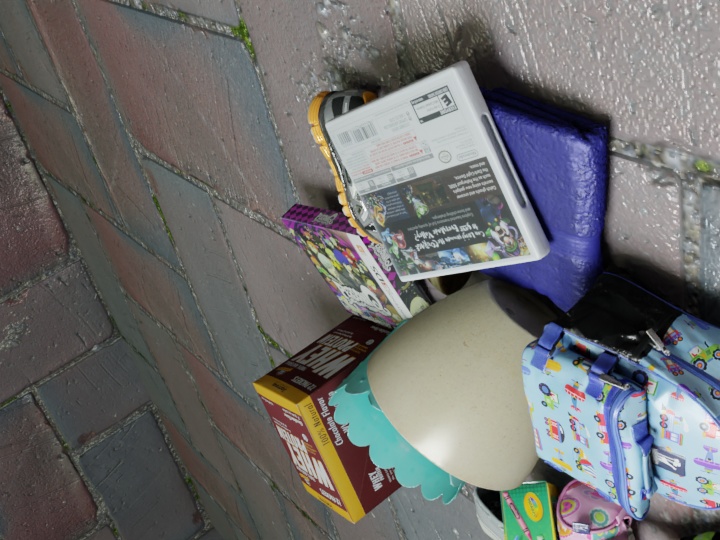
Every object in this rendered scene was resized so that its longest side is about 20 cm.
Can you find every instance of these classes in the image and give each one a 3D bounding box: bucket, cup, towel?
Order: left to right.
[{"bbox_3d":[0.076,0.168,1.095,0.207,0.135,0.208,34,157,17],"label":"bucket"},{"bbox_3d":[0.126,0.093,0.899,0.200,0.200,0.144,45,116,25],"label":"cup"},{"bbox_3d":[0.160,-0.063,0.814,0.147,0.049,0.201,28,143,37],"label":"towel"}]

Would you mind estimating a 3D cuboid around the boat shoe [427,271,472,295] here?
[{"bbox_3d":[0.068,-0.063,0.959,0.072,0.072,0.201,31,151,42],"label":"boat shoe"}]

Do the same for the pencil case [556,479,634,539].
[{"bbox_3d":[0.275,0.328,1.016,0.087,0.087,0.201,25,139,51],"label":"pencil case"}]

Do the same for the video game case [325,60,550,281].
[{"bbox_3d":[0.066,-0.082,0.842,0.199,0.023,0.183,-11,109,54],"label":"video game case"}]

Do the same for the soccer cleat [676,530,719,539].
[{"bbox_3d":[0.321,0.287,0.881,0.199,0.067,0.082,3,112,39],"label":"soccer cleat"}]

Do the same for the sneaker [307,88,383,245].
[{"bbox_3d":[0.015,-0.111,1.001,0.077,0.078,0.201,-8,121,43],"label":"sneaker"}]

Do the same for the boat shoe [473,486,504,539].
[{"bbox_3d":[0.211,0.327,1.153,0.200,0.070,0.072,18,137,58],"label":"boat shoe"}]

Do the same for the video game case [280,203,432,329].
[{"bbox_3d":[0.000,0.000,1.163,0.200,0.036,0.182,17,146,56],"label":"video game case"}]

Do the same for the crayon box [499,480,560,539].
[{"bbox_3d":[0.206,0.346,1.030,0.119,0.058,0.202,41,-137,-66],"label":"crayon box"}]

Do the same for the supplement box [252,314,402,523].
[{"bbox_3d":[-0.003,0.193,1.241,0.132,0.199,0.198,12,131,57],"label":"supplement box"}]

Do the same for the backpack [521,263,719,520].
[{"bbox_3d":[0.252,0.120,0.748,0.199,0.134,0.184,30,145,42],"label":"backpack"}]
